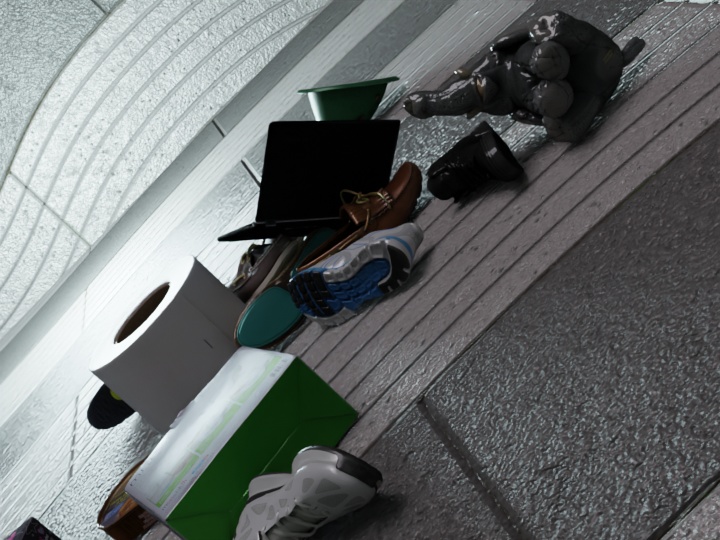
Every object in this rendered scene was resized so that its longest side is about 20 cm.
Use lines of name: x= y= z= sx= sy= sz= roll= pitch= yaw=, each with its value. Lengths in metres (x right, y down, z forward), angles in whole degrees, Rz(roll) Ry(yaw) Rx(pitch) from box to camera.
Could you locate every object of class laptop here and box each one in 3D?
laptop: x=-0.069 y=-0.112 z=1.547 sx=0.186 sy=0.117 sz=0.200 roll=-4 pitch=-6 yaw=-30

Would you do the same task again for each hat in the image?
hat: x=-0.021 y=-0.221 z=1.999 sx=0.198 sy=0.178 sz=0.166 roll=-10 pitch=8 yaw=-14

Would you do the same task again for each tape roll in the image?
tape roll: x=-0.239 y=0.100 z=1.585 sx=0.202 sy=0.139 sz=0.203 roll=-40 pitch=19 yaw=16

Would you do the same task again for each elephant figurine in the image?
elephant figurine: x=0.174 y=-0.211 z=1.312 sx=0.199 sy=0.155 sz=0.143 roll=2 pitch=69 yaw=56

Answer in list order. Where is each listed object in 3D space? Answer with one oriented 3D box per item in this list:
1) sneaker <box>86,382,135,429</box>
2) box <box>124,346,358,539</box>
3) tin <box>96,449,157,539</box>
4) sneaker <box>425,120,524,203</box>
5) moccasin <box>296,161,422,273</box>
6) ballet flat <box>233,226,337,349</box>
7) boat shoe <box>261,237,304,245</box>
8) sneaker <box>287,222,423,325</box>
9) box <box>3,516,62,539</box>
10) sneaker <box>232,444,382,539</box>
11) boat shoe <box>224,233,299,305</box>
sneaker: x=-0.344 y=0.164 z=1.824 sx=0.201 sy=0.066 sz=0.078 roll=-55 pitch=8 yaw=-28
box: x=-0.126 y=0.182 z=1.211 sx=0.200 sy=0.097 sz=0.176 roll=-52 pitch=18 yaw=-16
tin: x=-0.231 y=0.245 z=1.416 sx=0.200 sy=0.042 sz=0.112 roll=-38 pitch=23 yaw=23
sneaker: x=0.122 y=-0.112 z=1.364 sx=0.104 sy=0.060 sz=0.200 roll=-41 pitch=13 yaw=12
moccasin: x=0.000 y=-0.059 z=1.487 sx=0.201 sy=0.078 sz=0.074 roll=-47 pitch=17 yaw=-3
ballet flat: x=-0.087 y=0.033 z=1.537 sx=0.200 sy=0.070 sz=0.065 roll=-48 pitch=-9 yaw=-17
boat shoe: x=-0.120 y=-0.071 z=1.797 sx=0.074 sy=0.073 sz=0.201 roll=-27 pitch=26 yaw=46
sneaker: x=0.000 y=0.000 z=1.396 sx=0.199 sy=0.075 sz=0.087 roll=-23 pitch=18 yaw=41
box: x=-0.410 y=0.398 z=1.358 sx=0.200 sy=0.115 sz=0.132 roll=-38 pitch=19 yaw=21
sneaker: x=-0.054 y=0.225 z=1.024 sx=0.200 sy=0.075 sz=0.116 roll=-35 pitch=27 yaw=54
boat shoe: x=-0.138 y=0.001 z=1.617 sx=0.072 sy=0.060 sz=0.200 roll=-44 pitch=-3 yaw=-32
